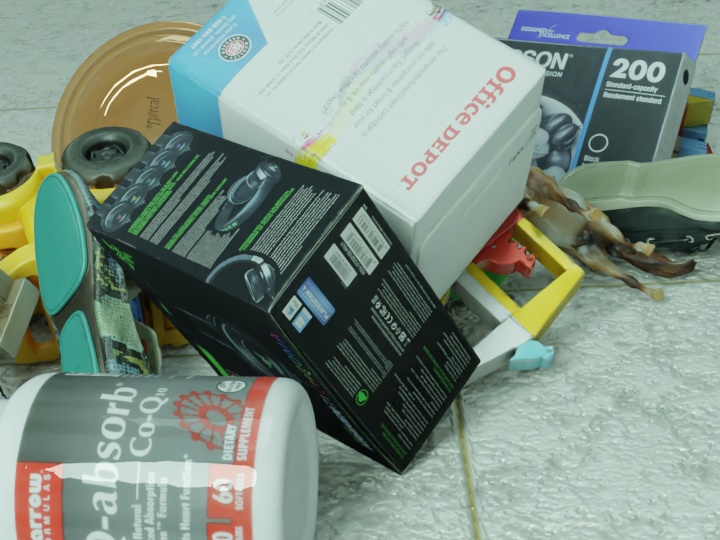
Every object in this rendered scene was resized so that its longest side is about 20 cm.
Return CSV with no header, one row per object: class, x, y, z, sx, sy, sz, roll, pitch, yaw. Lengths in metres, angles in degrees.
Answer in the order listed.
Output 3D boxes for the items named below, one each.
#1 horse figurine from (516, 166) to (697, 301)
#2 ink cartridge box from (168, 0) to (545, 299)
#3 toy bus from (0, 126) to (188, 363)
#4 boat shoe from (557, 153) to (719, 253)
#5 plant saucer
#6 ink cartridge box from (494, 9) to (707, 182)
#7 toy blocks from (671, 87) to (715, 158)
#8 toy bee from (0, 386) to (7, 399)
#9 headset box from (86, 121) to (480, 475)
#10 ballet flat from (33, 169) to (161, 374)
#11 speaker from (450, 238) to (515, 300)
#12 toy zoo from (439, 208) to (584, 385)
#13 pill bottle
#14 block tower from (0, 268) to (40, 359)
horse figurine,0.165,-0.039,1.026,0.199,0.050,0.132,30,6,-29
ink cartridge box,-0.001,-0.092,0.894,0.199,0.147,0.147,34,65,18
toy bus,-0.215,0.006,0.974,0.197,0.137,0.193,-7,40,-4
boat shoe,0.256,-0.045,1.076,0.197,0.067,0.075,-1,43,28
plant saucer,-0.160,-0.108,1.099,0.197,0.203,0.032,0,-9,6
ink cartridge box,0.198,-0.159,1.229,0.196,0.043,0.202,10,70,29
toy blocks,0.286,-0.155,1.317,0.135,0.101,0.200,13,28,8
toy bee,-0.270,0.075,0.822,0.130,0.110,0.199,19,33,40
headset box,-0.052,0.012,0.832,0.199,0.175,0.093,23,67,43
ballet flat,-0.167,0.027,0.868,0.073,0.075,0.202,-8,61,-12
speaker,0.077,-0.051,1.094,0.087,0.090,0.200,-3,24,0
toy zoo,0.064,-0.002,0.939,0.131,0.021,0.200,-37,66,-21
pill bottle,-0.127,0.113,0.708,0.197,0.117,0.116,0,24,9
block tower,-0.313,0.032,0.907,0.198,0.058,0.055,-7,53,29
